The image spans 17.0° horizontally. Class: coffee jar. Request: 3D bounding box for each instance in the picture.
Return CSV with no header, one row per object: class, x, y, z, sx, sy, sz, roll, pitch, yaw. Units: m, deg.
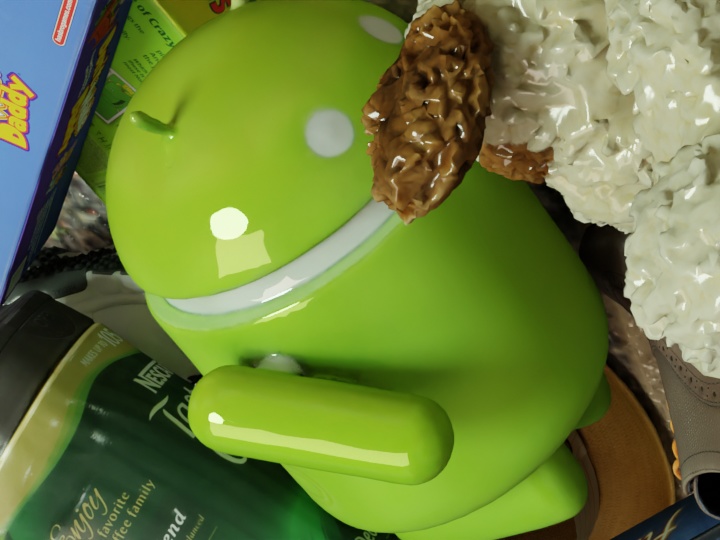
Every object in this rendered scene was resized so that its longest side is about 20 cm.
coffee jar,-0.061,0.087,0.817,0.200,0.104,0.086,30,106,-1

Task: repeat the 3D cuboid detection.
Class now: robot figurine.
robot figurine,0.000,0.000,0.746,0.115,0.176,0.200,-16,126,34

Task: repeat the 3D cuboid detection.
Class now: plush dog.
plush dog,0.091,-0.060,0.647,0.171,0.200,0.161,1,96,31

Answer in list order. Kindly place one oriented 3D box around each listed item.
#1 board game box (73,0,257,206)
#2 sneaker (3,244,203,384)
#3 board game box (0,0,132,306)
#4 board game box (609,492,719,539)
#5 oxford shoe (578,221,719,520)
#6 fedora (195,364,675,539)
board game box,-0.096,-0.102,0.810,0.101,0.048,0.200,-12,128,44
sneaker,-0.080,0.026,0.894,0.199,0.074,0.080,-12,104,35
board game box,-0.151,-0.081,0.794,0.134,0.045,0.200,30,146,0
board game box,0.166,0.116,0.777,0.200,0.035,0.136,-31,106,9
oxford shoe,0.110,0.033,0.737,0.071,0.073,0.200,28,-172,-27
fedora,0.021,0.097,0.911,0.200,0.082,0.201,8,131,9
